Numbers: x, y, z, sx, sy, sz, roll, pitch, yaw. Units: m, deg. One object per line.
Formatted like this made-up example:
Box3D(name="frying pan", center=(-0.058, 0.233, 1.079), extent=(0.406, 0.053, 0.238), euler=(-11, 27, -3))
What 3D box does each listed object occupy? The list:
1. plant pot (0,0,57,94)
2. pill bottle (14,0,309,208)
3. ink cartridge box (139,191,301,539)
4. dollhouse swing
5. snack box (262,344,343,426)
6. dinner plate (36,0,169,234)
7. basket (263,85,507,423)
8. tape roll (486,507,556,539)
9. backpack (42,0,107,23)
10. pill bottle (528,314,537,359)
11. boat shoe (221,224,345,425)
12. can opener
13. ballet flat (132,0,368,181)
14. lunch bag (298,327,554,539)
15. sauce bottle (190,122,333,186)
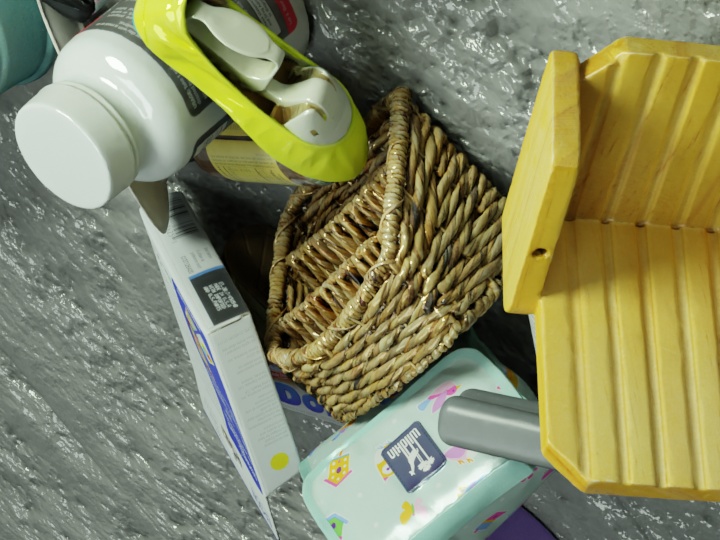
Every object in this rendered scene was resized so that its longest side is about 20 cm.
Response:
Box3D(name="plant pot", center=(-0.366, -0.173, 1.624), extent=(0.200, 0.196, 0.201), euler=(27, 141, 24))
Box3D(name="pill bottle", center=(-0.132, -0.129, 1.431), extent=(0.110, 0.200, 0.111), euler=(26, 140, 24))
Box3D(name="ink cartridge box", center=(-0.099, 0.070, 1.627), extent=(0.198, 0.047, 0.201), euler=(-127, 15, -55))
Box3D(name="dollhouse swing", center=(0.191, 0.003, 1.182), extent=(0.199, 0.176, 0.182), euler=(5, 134, -8))
Box3D(name="snack box", center=(0.008, 0.095, 1.676), extent=(0.199, 0.024, 0.072), euler=(15, 135, 35))
Box3D(name="dinner plate", center=(-0.179, -0.120, 1.558), extent=(0.201, 0.024, 0.200), euler=(62, -177, -5))
Box3D(name="basket", center=(0.000, 0.000, 1.483), extent=(0.149, 0.143, 0.200), euler=(45, 145, -4))
Box3D(name="tape roll", center=(0.084, 0.256, 1.733), extent=(0.200, 0.066, 0.201), euler=(27, 143, 23))
Box3D(name="backpack", center=(-0.221, -0.265, 1.437), extent=(0.200, 0.127, 0.167), euler=(39, 169, 14))
Box3D(name="pill bottle", center=(0.160, 0.012, 1.360), extent=(0.114, 0.114, 0.201), euler=(16, 137, 33))
Box3D(name="boat shoe", center=(-0.032, 0.054, 1.635), extent=(0.200, 0.071, 0.065), euler=(52, 155, 14))
Box3D(name="can opener", center=(0.147, 0.092, 1.332), extent=(0.199, 0.053, 0.067), euler=(11, 102, 25))
Box3D(name="ballet flat", center=(-0.057, -0.120, 1.375), extent=(0.200, 0.067, 0.067), euler=(36, 153, -28))
Box3D(name="lunch bag", center=(0.052, 0.137, 1.483), extent=(0.122, 0.170, 0.200), euler=(50, -176, -9))
Box3D(name="sauce bottle", center=(-0.079, -0.095, 1.523), extent=(0.200, 0.065, 0.065), euler=(10, 134, 54))
